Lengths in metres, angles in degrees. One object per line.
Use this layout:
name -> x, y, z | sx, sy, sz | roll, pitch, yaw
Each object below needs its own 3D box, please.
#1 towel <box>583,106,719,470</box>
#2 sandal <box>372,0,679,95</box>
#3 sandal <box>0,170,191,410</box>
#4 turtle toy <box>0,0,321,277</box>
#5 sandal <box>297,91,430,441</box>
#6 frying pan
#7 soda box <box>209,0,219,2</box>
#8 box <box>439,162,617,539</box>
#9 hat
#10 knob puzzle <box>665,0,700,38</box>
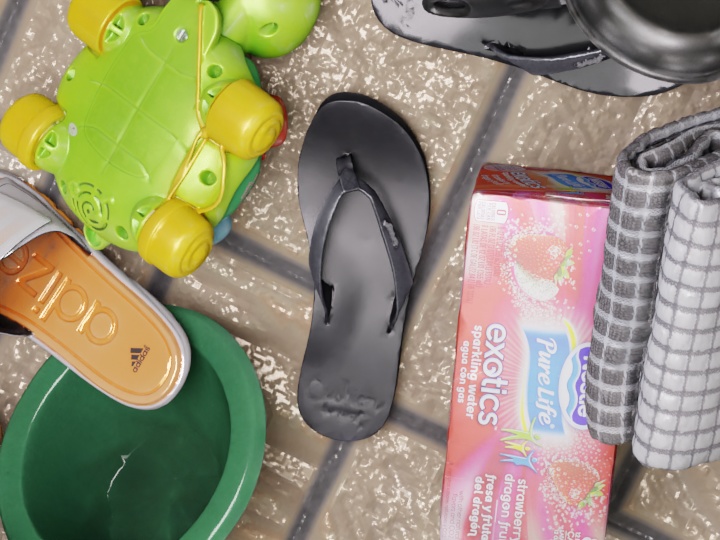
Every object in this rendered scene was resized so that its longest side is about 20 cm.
towel -> 0.201, -0.005, 1.322 | 0.085, 0.199, 0.167 | 27, 124, 37
sandal -> 0.104, -0.137, 1.382 | 0.198, 0.043, 0.077 | 6, 102, 5
sandal -> -0.182, 0.004, 1.412 | 0.206, 0.059, 0.080 | 32, 95, 23
turtle toy -> -0.095, -0.095, 1.390 | 0.145, 0.101, 0.201 | 37, 102, 22
sandal -> 0.001, 0.000, 1.430 | 0.075, 0.043, 0.202 | 2, 102, 6
frying pan -> 0.133, -0.137, 1.331 | 0.189, 0.031, 0.115 | -20, 118, 46
soda box -> -0.157, -0.208, 1.350 | 0.199, 0.063, 0.071 | 26, 105, 30
box -> 0.100, 0.049, 1.401 | 0.095, 0.100, 0.202 | 6, 102, 5
hat -> -0.105, 0.138, 1.482 | 0.166, 0.176, 0.200 | 41, 91, 31
knob puzzle -> 0.231, -0.197, 1.357 | 0.218, 0.030, 0.222 | -1, 98, -8
